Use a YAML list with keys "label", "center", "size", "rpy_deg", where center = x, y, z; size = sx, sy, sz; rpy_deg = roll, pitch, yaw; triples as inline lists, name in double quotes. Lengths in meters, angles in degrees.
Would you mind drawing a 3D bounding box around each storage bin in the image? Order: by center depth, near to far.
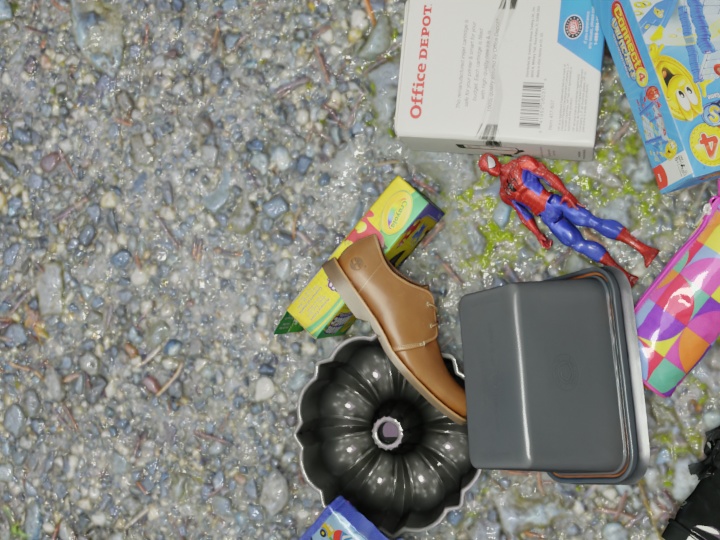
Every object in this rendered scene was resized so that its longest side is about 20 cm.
- label: "storage bin"
  center: [0.163, 0.099, 0.834]
  size: [0.145, 0.132, 0.204]
  rpy_deg: [-18, 71, 55]

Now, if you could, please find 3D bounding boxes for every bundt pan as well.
- label: "bundt pan"
  center: [0.035, 0.162, 0.919]
  size: [0.198, 0.076, 0.206]
  rpy_deg: [0, 88, 14]

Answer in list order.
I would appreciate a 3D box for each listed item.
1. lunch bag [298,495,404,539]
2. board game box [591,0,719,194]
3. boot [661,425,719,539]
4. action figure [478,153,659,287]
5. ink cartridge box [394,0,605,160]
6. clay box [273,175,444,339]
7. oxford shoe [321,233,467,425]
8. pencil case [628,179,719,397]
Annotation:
- label: "lunch bag"
  center: [0.004, 0.304, 0.862]
  size: [0.150, 0.094, 0.201]
  rpy_deg: [44, 137, 12]
- label: "board game box"
  center: [0.339, -0.194, 0.827]
  size: [0.197, 0.056, 0.199]
  rpy_deg: [-17, 83, -15]
- label: "boot"
  center: [0.395, 0.226, 0.832]
  size: [0.196, 0.073, 0.164]
  rpy_deg: [32, 89, 12]
- label: "action figure"
  center: [0.199, -0.056, 0.897]
  size: [0.199, 0.052, 0.066]
  rpy_deg: [39, 132, 14]
- label: "ink cartridge box"
  center: [0.142, -0.195, 0.904]
  size: [0.196, 0.084, 0.149]
  rpy_deg: [6, 88, 15]
- label: "clay box"
  center: [0.000, 0.000, 0.916]
  size: [0.047, 0.115, 0.201]
  rpy_deg: [40, 98, 11]
- label: "oxford shoe"
  center: [0.050, 0.055, 0.833]
  size: [0.071, 0.071, 0.201]
  rpy_deg: [-36, 98, 2]
- label: "pencil case"
  center: [0.315, 0.021, 0.851]
  size: [0.088, 0.088, 0.202]
  rpy_deg: [35, 96, 13]
